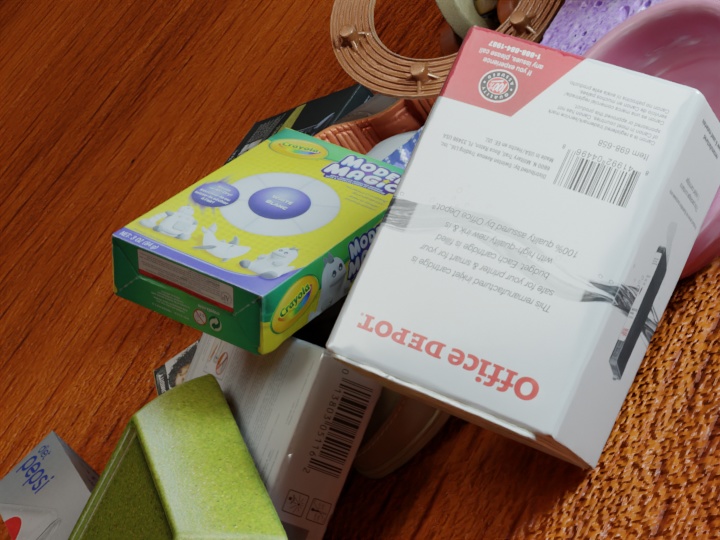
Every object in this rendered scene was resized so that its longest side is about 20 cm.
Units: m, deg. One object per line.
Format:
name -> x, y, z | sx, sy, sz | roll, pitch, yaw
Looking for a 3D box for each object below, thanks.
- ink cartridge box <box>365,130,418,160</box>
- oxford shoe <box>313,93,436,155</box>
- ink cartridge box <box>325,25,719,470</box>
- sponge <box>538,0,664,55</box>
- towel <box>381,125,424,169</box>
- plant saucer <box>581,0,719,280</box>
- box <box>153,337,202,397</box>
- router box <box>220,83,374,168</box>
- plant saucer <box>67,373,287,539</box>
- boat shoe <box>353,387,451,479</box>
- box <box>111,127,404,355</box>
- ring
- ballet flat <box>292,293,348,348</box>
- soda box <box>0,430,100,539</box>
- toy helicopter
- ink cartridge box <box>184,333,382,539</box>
ink cartridge box -> 0.025, -0.082, 1.369 | 0.200, 0.047, 0.160 | -47, -1, 20
oxford shoe -> 0.013, -0.100, 1.505 | 0.200, 0.071, 0.073 | -29, 17, -2
ink cartridge box -> 0.092, -0.012, 1.033 | 0.144, 0.084, 0.200 | 21, 81, 30
sponge -> 0.181, -0.134, 1.271 | 0.112, 0.030, 0.200 | -54, 32, -10
towel -> 0.000, 0.000, 1.251 | 0.200, 0.024, 0.145 | -35, 49, 18
plant saucer -> 0.176, -0.066, 1.134 | 0.200, 0.051, 0.201 | -35, 38, 33
box -> -0.048, 0.055, 1.310 | 0.200, 0.050, 0.075 | -32, 48, 20
router box -> -0.077, -0.058, 1.595 | 0.157, 0.052, 0.200 | -13, 35, 51
plant saucer -> -0.129, 0.179, 1.112 | 0.200, 0.048, 0.200 | -61, 26, 15
boat shoe -> 0.036, 0.034, 1.151 | 0.200, 0.065, 0.072 | -58, 29, 17
box -> -0.044, -0.027, 1.173 | 0.117, 0.048, 0.200 | 21, 35, 28
ring -> 0.066, -0.214, 1.445 | 0.200, 0.019, 0.201 | -15, 53, 21
ballet flat -> -0.057, -0.003, 1.237 | 0.200, 0.068, 0.068 | 23, 69, 41
soda box -> -0.203, 0.182, 1.343 | 0.068, 0.063, 0.200 | -44, 22, -5
toy helicopter -> 0.100, -0.264, 1.576 | 0.079, 0.132, 0.200 | -25, 27, 37
ink cartridge box -> -0.070, 0.116, 1.176 | 0.200, 0.047, 0.160 | 16, 84, 67
